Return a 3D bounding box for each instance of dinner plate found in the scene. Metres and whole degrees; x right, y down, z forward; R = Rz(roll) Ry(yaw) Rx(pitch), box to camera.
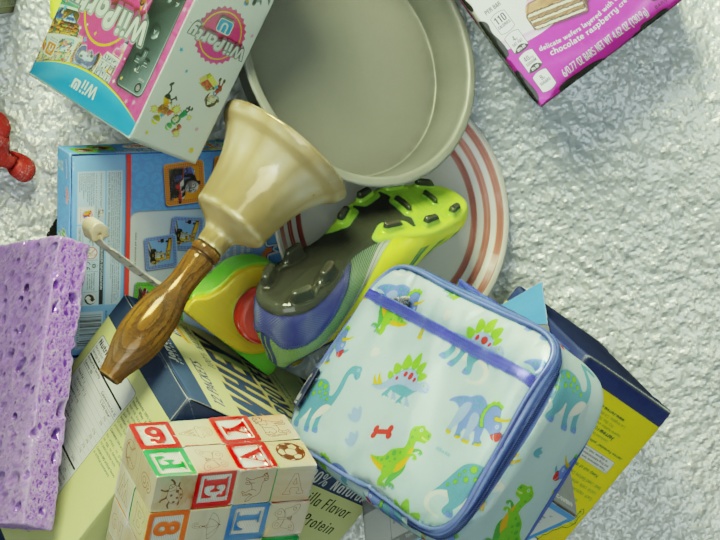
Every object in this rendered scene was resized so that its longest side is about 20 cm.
[{"bbox_3d":[0.021,-0.043,1.347,0.199,0.024,0.201,2,85,-28],"label":"dinner plate"}]

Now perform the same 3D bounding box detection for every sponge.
[{"bbox_3d":[-0.239,0.079,1.263,0.030,0.111,0.201,15,75,-36],"label":"sponge"}]

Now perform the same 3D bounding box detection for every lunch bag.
[{"bbox_3d":[0.054,0.089,1.194,0.082,0.200,0.161,38,85,-40],"label":"lunch bag"}]

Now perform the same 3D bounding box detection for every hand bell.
[{"bbox_3d":[-0.108,-0.006,1.223,0.104,0.104,0.200,38,77,-8],"label":"hand bell"}]

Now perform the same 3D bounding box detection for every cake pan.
[{"bbox_3d":[-0.008,-0.153,1.301,0.199,0.037,0.201,9,73,-31],"label":"cake pan"}]

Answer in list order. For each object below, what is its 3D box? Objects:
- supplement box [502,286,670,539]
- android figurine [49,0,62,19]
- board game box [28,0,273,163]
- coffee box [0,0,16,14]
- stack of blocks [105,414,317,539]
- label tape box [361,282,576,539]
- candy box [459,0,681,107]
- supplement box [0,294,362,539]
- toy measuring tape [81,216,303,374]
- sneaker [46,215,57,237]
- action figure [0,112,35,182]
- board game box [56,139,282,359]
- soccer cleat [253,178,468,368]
[{"bbox_3d":[0.113,0.134,1.353,0.109,0.109,0.200,33,100,-37],"label":"supplement box"},{"bbox_3d":[-0.150,-0.217,1.336,0.181,0.041,0.201,28,98,-6],"label":"android figurine"},{"bbox_3d":[-0.131,-0.194,1.246,0.064,0.147,0.201,19,99,-44],"label":"board game box"},{"bbox_3d":[-0.301,-0.226,1.249,0.114,0.200,0.080,15,99,-4],"label":"coffee box"},{"bbox_3d":[-0.111,0.198,1.220,0.115,0.059,0.201,-1,121,-29],"label":"stack of blocks"},{"bbox_3d":[0.068,0.105,1.281,0.144,0.201,0.063,-31,135,29],"label":"label tape box"},{"bbox_3d":[0.125,-0.241,1.327,0.136,0.061,0.200,-37,99,6],"label":"candy box"},{"bbox_3d":[-0.134,0.162,1.312,0.200,0.134,0.200,29,104,-40],"label":"supplement box"},{"bbox_3d":[-0.105,0.003,1.288,0.074,0.074,0.200,-46,120,7],"label":"toy measuring tape"},{"bbox_3d":[-0.196,-0.002,1.367,0.088,0.074,0.200,34,95,-26],"label":"sneaker"},{"bbox_3d":[-0.325,-0.129,1.345,0.200,0.052,0.065,38,103,-12],"label":"action figure"},{"bbox_3d":[-0.123,-0.019,1.331,0.199,0.037,0.152,-4,106,-25],"label":"board game box"},{"bbox_3d":[-0.001,0.000,1.295,0.065,0.200,0.084,32,138,31],"label":"soccer cleat"}]
